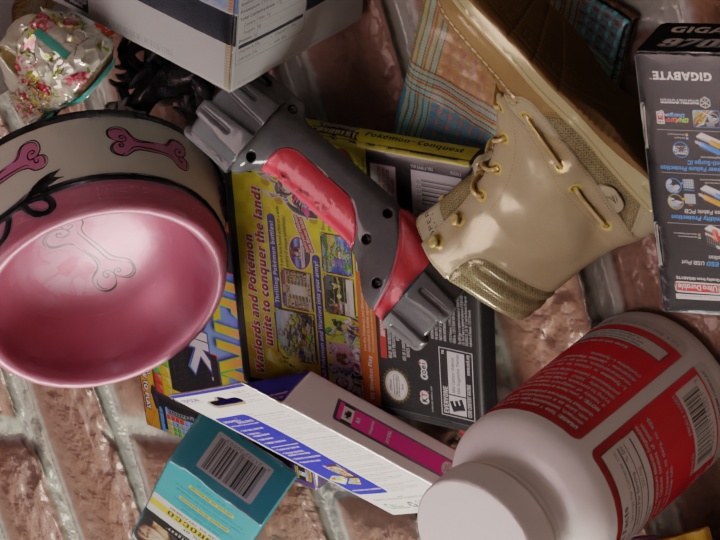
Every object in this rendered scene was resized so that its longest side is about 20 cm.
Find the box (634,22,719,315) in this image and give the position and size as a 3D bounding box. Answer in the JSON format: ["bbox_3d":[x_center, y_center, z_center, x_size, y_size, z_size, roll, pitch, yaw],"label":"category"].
[{"bbox_3d":[0.253,-0.051,1.342,0.199,0.046,0.160,3,117,27],"label":"box"}]

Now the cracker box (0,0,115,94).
[{"bbox_3d":[-0.246,-0.188,1.644,0.057,0.200,0.135,25,131,29],"label":"cracker box"}]

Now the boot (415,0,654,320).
[{"bbox_3d":[0.080,-0.071,1.456,0.200,0.073,0.155,43,125,-17],"label":"boot"}]

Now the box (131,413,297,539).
[{"bbox_3d":[-0.109,0.170,1.801,0.082,0.049,0.200,35,155,3],"label":"box"}]

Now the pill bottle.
[{"bbox_3d":[0.127,0.114,1.483,0.112,0.200,0.113,23,129,32],"label":"pill bottle"}]

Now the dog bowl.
[{"bbox_3d":[-0.174,-0.005,1.607,0.074,0.199,0.201,-114,29,-41],"label":"dog bowl"}]

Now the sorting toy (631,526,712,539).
[{"bbox_3d":[0.208,0.198,1.499,0.180,0.199,0.108,-25,73,46],"label":"sorting toy"}]

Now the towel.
[{"bbox_3d":[0.087,-0.103,1.517,0.146,0.022,0.201,33,134,23],"label":"towel"}]

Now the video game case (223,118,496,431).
[{"bbox_3d":[0.000,0.000,1.603,0.180,0.026,0.201,11,123,24],"label":"video game case"}]

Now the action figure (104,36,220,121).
[{"bbox_3d":[-0.129,-0.104,1.665,0.200,0.102,0.119,-45,57,15],"label":"action figure"}]

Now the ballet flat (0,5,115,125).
[{"bbox_3d":[-0.199,-0.136,1.595,0.064,0.076,0.200,39,167,-10],"label":"ballet flat"}]

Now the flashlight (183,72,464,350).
[{"bbox_3d":[-0.020,-0.037,1.531,0.200,0.068,0.068,39,125,1],"label":"flashlight"}]

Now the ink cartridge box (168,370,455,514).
[{"bbox_3d":[-0.021,0.108,1.656,0.199,0.037,0.094,28,158,-29],"label":"ink cartridge box"}]

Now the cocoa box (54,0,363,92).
[{"bbox_3d":[-0.108,-0.225,1.539,0.199,0.133,0.132,29,133,28],"label":"cocoa box"}]

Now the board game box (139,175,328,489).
[{"bbox_3d":[-0.086,0.037,1.746,0.165,0.057,0.201,18,126,37],"label":"board game box"}]

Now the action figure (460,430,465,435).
[{"bbox_3d":[0.131,0.171,1.634,0.200,0.052,0.065,53,143,7],"label":"action figure"}]
